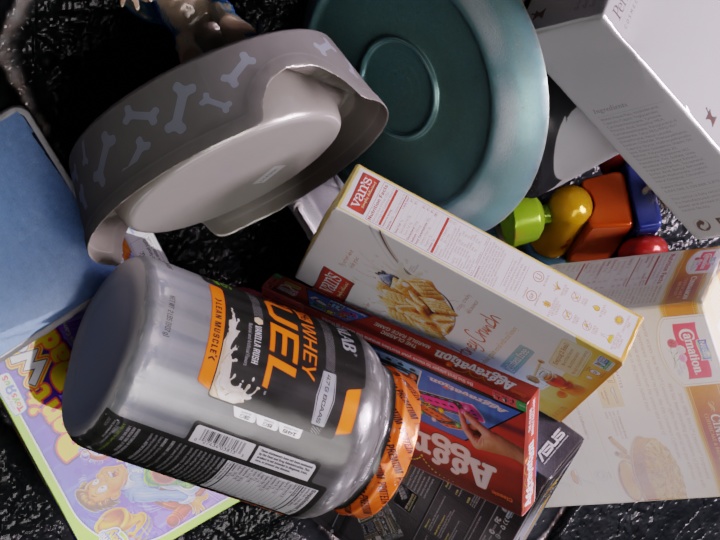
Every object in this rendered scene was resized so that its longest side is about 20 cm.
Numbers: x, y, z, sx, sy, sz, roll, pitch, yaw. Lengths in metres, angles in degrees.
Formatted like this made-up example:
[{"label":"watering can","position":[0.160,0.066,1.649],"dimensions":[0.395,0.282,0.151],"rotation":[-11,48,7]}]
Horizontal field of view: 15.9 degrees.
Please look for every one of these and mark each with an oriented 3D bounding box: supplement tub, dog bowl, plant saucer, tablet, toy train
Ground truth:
[{"label":"supplement tub","position":[-0.071,0.077,1.573],"dimensions":[0.199,0.123,0.123],"rotation":[20,109,-23]},{"label":"dog bowl","position":[-0.084,-0.076,1.534],"dimensions":[0.199,0.059,0.200],"rotation":[-25,168,-6]},{"label":"plant saucer","position":[0.030,-0.113,1.572],"dimensions":[0.027,0.200,0.201],"rotation":[-20,131,-43]},{"label":"tablet","position":[-0.256,0.004,1.565],"dimensions":[0.200,0.014,0.130],"rotation":[-33,103,-9]},{"label":"toy train","position":[0.146,-0.041,1.724],"dimensions":[0.115,0.085,0.200],"rotation":[-4,158,-14]}]

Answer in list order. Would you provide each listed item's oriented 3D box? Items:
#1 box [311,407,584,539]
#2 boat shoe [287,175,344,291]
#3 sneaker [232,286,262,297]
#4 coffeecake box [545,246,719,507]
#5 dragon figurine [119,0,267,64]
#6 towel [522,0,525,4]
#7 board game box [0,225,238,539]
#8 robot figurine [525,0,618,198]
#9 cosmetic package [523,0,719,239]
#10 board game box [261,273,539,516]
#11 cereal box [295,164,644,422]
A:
[{"label":"box","position":[0.047,0.135,1.737],"dimensions":[0.048,0.158,0.200],"rotation":[-44,164,-39]},{"label":"boat shoe","position":[0.000,0.000,1.721],"dimensions":[0.068,0.072,0.200],"rotation":[-22,135,4]},{"label":"sneaker","position":[-0.116,0.099,1.710],"dimensions":[0.080,0.075,0.200],"rotation":[25,104,-39]},{"label":"coffeecake box","position":[0.164,0.074,1.714],"dimensions":[0.073,0.199,0.154],"rotation":[-57,134,-50]},{"label":"dragon figurine","position":[-0.116,-0.173,1.537],"dimensions":[0.059,0.099,0.200],"rotation":[-40,113,1]},{"label":"towel","position":[0.067,-0.221,1.566],"dimensions":[0.034,0.133,0.201],"rotation":[-1,120,-35]},{"label":"board game box","position":[-0.157,0.077,1.636],"dimensions":[0.134,0.045,0.201],"rotation":[-30,105,-10]},{"label":"robot figurine","position":[0.121,-0.117,1.673],"dimensions":[0.199,0.125,0.151],"rotation":[-27,125,-13]},{"label":"cosmetic package","position":[0.192,-0.121,1.574],"dimensions":[0.200,0.074,0.102],"rotation":[44,53,-31]},{"label":"board game box","position":[0.024,0.079,1.654],"dimensions":[0.019,0.199,0.103],"rotation":[-46,148,-37]},{"label":"cereal box","position":[0.063,0.017,1.599],"dimensions":[0.199,0.144,0.040],"rotation":[28,69,-1]}]
